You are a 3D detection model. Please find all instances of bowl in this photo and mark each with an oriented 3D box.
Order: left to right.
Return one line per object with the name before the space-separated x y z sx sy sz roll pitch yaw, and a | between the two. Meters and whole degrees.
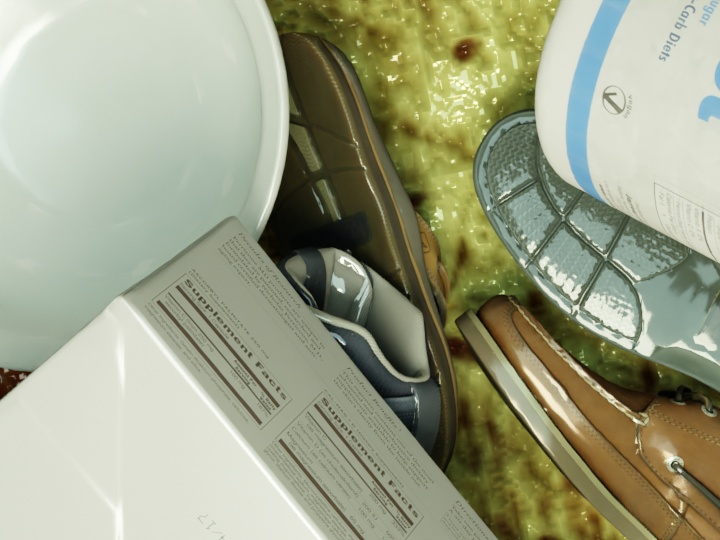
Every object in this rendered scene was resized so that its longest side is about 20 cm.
bowl | -0.115 -0.063 1.157 0.200 0.090 0.202 0 92 13

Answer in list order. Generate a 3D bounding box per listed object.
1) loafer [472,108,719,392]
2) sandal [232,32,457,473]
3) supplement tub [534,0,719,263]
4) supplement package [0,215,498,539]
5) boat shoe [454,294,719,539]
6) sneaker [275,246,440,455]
loafer | 0.130 0.008 1.181 0.200 0.063 0.072 36 90 3
sandal | 0.000 0.000 1.184 0.081 0.055 0.201 -17 89 36
supplement tub | 0.176 -0.053 1.064 0.200 0.132 0.132 28 95 30
supplement package | -0.054 0.114 1.052 0.156 0.111 0.200 -39 90 25
boat shoe | 0.121 0.077 1.183 0.068 0.072 0.200 -40 103 4
sneaker | -0.059 0.053 1.148 0.202 0.077 0.147 14 109 24
